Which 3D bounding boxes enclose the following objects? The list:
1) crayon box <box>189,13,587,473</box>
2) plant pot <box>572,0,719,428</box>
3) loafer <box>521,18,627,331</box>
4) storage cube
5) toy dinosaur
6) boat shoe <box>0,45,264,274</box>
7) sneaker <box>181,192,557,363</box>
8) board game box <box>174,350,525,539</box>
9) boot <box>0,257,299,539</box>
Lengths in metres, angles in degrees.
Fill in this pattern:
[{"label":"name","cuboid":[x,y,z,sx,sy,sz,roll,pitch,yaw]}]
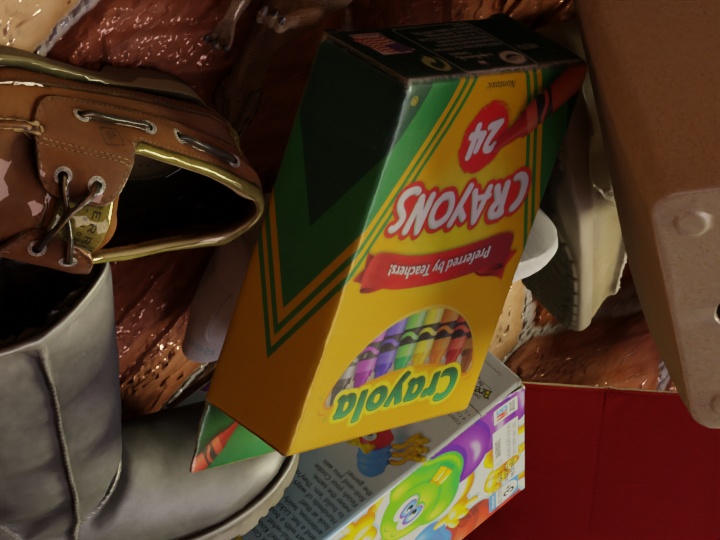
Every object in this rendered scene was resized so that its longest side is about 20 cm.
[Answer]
[{"label":"crayon box","cuboid":[0.011,-0.002,1.139,0.127,0.051,0.200,-12,127,-51]},{"label":"plant pot","cuboid":[0.194,-0.047,1.157,0.200,0.177,0.200,-7,133,11]},{"label":"loafer","cuboid":[0.108,-0.045,1.332,0.067,0.076,0.200,-31,149,-18]},{"label":"storage cube","cuboid":[0.169,0.160,1.486,0.200,0.171,0.180,15,79,-49]},{"label":"toy dinosaur","cuboid":[-0.001,-0.131,1.107,0.200,0.058,0.101,-41,168,2]},{"label":"boat shoe","cuboid":[-0.113,-0.037,1.029,0.200,0.068,0.072,-11,137,-48]},{"label":"sneaker","cuboid":[0.000,0.000,1.258,0.200,0.075,0.089,-9,146,-42]},{"label":"board game box","cuboid":[-0.030,0.106,1.297,0.200,0.105,0.103,-37,151,-20]},{"label":"boot","cuboid":[-0.108,0.051,1.150,0.182,0.073,0.200,-28,141,-21]}]
